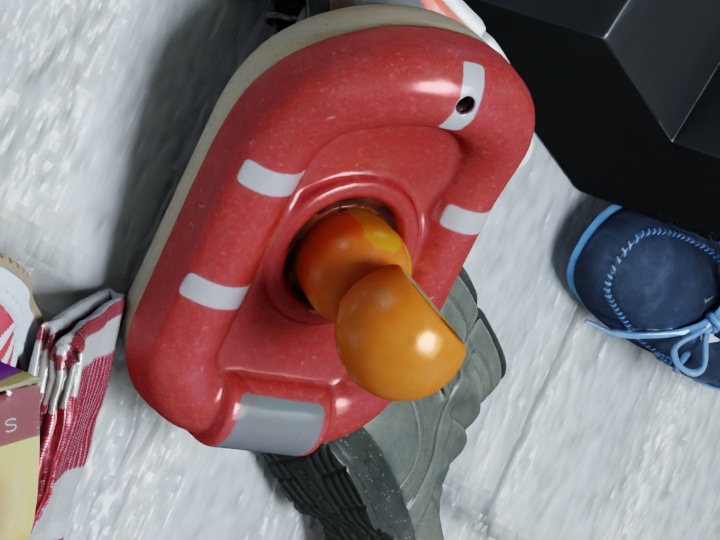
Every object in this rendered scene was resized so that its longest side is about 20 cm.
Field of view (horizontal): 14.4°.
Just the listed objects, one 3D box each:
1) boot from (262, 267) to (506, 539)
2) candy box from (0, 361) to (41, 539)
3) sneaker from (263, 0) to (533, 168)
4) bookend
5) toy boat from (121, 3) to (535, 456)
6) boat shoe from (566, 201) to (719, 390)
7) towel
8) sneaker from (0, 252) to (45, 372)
[{"bbox_3d":[0.032,0.088,1.293,0.131,0.067,0.201,-53,142,-31],"label":"boot"},{"bbox_3d":[-0.205,0.038,0.852,0.116,0.199,0.057,-14,116,-48],"label":"candy box"},{"bbox_3d":[0.000,-0.094,1.176,0.082,0.077,0.200,-43,132,-6],"label":"sneaker"},{"bbox_3d":[0.157,-0.093,1.253,0.092,0.198,0.200,-57,141,-13],"label":"bookend"},{"bbox_3d":[0.000,0.000,1.110,0.130,0.131,0.201,9,118,-36],"label":"toy boat"},{"bbox_3d":[0.177,0.017,1.423,0.200,0.069,0.084,20,108,-52],"label":"boat shoe"},{"bbox_3d":[-0.125,0.111,1.075,0.144,0.023,0.201,-62,167,-84],"label":"towel"},{"bbox_3d":[-0.158,0.048,0.968,0.200,0.071,0.113,72,37,-76],"label":"sneaker"}]
